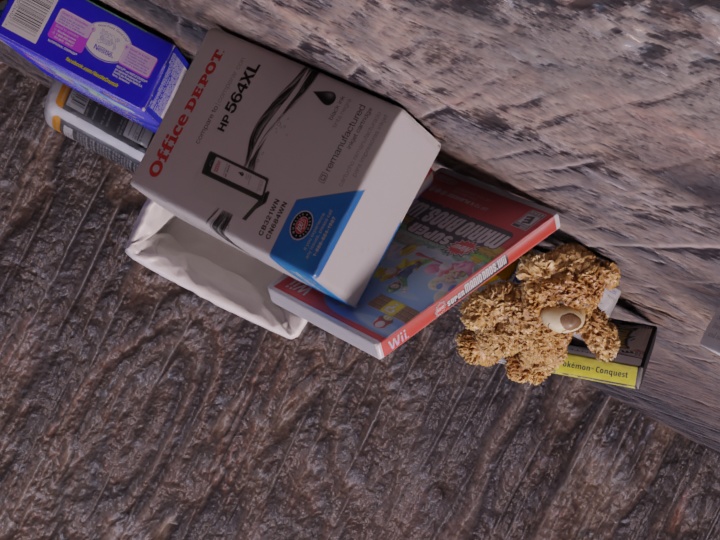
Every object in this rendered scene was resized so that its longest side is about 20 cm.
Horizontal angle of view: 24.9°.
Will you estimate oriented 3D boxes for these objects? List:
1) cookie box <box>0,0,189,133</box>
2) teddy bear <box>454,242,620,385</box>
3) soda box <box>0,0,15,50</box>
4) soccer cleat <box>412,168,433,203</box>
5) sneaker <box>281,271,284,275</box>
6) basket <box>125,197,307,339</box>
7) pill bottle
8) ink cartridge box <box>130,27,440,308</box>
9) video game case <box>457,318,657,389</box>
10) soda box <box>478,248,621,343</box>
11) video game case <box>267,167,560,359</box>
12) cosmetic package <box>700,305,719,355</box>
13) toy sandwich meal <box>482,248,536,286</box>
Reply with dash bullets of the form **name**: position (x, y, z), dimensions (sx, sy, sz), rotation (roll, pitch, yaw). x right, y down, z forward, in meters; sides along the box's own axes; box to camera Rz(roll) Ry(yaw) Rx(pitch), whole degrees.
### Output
- **cookie box**: position (-0.254, -0.210, 1.623), dimensions (0.170, 0.076, 0.200), rotation (28, 177, 4)
- **teddy bear**: position (0.159, 0.052, 1.473), dimensions (0.145, 0.067, 0.199), rotation (37, 144, -19)
- **soda box**: position (-0.376, -0.280, 1.683), dimensions (0.068, 0.064, 0.200), rotation (27, 177, 28)
- **soccer cleat**: position (-0.025, -0.110, 1.359), dimensions (0.200, 0.076, 0.067), rotation (42, 149, 32)
- **sneaker**: position (0.000, 0.000, 1.431), dimensions (0.073, 0.081, 0.199), rotation (22, 175, 43)
- **basket**: position (-0.109, -0.064, 1.662), dimensions (0.199, 0.200, 0.161), rotation (28, -178, -6)
- **pill bottle**: position (-0.247, -0.171, 1.842), dimensions (0.199, 0.117, 0.116), rotation (28, 178, 3)
- **ink cartridge box**: position (-0.061, -0.082, 1.270), dimensions (0.199, 0.147, 0.084), rotation (25, 176, 30)
- **video game case**: position (0.204, 0.070, 1.651), dimensions (0.179, 0.026, 0.200), rotation (10, -168, 13)
- **soda box**: position (0.167, 0.013, 1.637), dimensions (0.068, 0.064, 0.199), rotation (27, 178, -34)
- **video game case**: position (0.042, -0.011, 1.303), dimensions (0.142, 0.199, 0.018), rotation (25, 141, 46)
- **cosmetic package**: position (0.307, 0.062, 0.922), dimensions (0.199, 0.082, 0.113), rotation (28, 179, -17)
- **toy sandwich meal**: position (0.077, -0.038, 1.534), dimensions (0.204, 0.071, 0.205), rotation (28, 177, 1)
